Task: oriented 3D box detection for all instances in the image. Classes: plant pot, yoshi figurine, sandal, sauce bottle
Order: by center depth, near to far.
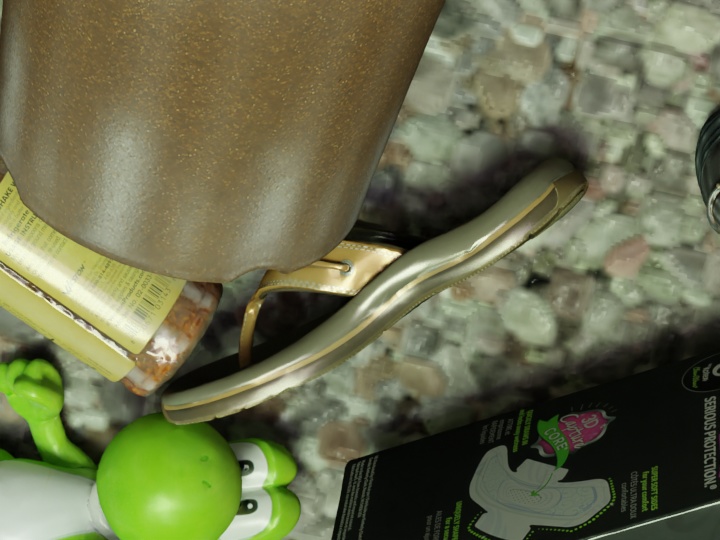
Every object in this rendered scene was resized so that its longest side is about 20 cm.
[{"bbox_3d":[-0.049,-0.116,1.078,0.199,0.201,0.199,15,126,-2],"label":"plant pot"},{"bbox_3d":[0.000,0.000,1.196,0.199,0.080,0.054,-32,92,14],"label":"sandal"},{"bbox_3d":[-0.152,-0.027,1.201,0.200,0.066,0.066,37,116,-13],"label":"sauce bottle"},{"bbox_3d":[-0.128,0.100,1.245,0.199,0.112,0.113,-11,110,9],"label":"yoshi figurine"}]

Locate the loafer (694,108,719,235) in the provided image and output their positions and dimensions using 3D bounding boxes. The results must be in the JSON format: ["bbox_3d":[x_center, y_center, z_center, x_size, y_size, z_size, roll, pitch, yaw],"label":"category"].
[{"bbox_3d":[0.233,-0.036,1.148,0.199,0.072,0.073,-10,116,10],"label":"loafer"}]

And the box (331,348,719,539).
[{"bbox_3d":[0.104,0.140,1.197,0.199,0.125,0.149,-18,115,17],"label":"box"}]
